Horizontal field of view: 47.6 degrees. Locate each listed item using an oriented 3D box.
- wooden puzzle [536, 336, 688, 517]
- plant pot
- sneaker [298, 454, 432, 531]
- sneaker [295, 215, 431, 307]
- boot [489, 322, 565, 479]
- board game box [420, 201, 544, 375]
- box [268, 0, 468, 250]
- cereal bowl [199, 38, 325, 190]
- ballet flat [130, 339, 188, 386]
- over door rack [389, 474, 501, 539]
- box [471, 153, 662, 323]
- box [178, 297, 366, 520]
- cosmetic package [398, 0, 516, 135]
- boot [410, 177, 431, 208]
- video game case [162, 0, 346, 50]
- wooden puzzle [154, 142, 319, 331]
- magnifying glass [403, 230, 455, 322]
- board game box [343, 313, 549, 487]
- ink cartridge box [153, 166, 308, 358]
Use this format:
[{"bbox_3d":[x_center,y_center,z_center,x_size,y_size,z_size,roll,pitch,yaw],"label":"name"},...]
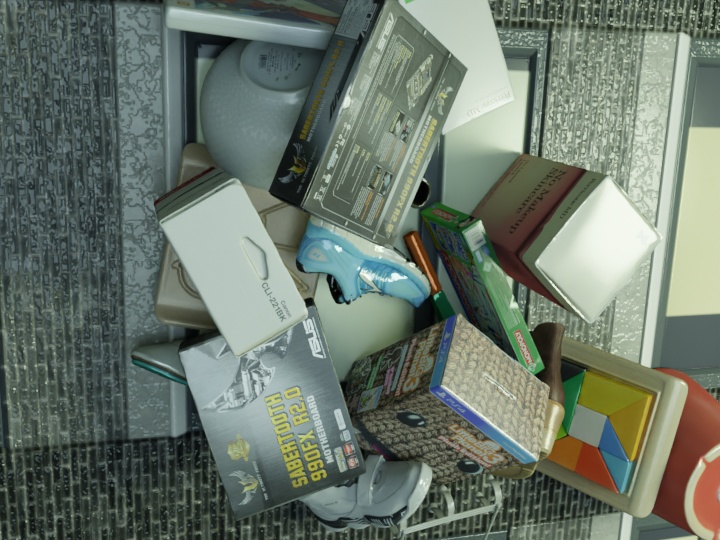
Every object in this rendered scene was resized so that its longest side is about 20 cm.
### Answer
[{"bbox_3d":[0.303,0.199,1.065,0.037,0.197,0.189,-4,110,-59],"label":"wooden puzzle"},{"bbox_3d":[0.443,0.257,1.108,0.196,0.177,0.205,-4,105,-15],"label":"plant pot"},{"bbox_3d":[-0.013,0.251,0.978,0.115,0.198,0.076,42,45,-22],"label":"sneaker"},{"bbox_3d":[0.000,0.000,0.959,0.198,0.078,0.091,29,98,-36],"label":"sneaker"},{"bbox_3d":[0.210,0.173,1.061,0.071,0.200,0.169,18,62,-9],"label":"boot"},{"bbox_3d":[0.145,0.021,0.985,0.029,0.134,0.203,-30,109,-9],"label":"board game box"},{"bbox_3d":[0.013,-0.137,0.777,0.157,0.048,0.204,20,94,-54],"label":"box"},{"bbox_3d":[-0.072,-0.184,0.836,0.196,0.203,0.084,-18,149,-11],"label":"cereal bowl"},{"bbox_3d":[-0.173,0.119,0.960,0.198,0.069,0.070,31,93,-24],"label":"ballet flat"},{"bbox_3d":[0.103,0.354,1.084,0.144,0.067,0.203,-10,128,-14],"label":"over door rack"},{"bbox_3d":[0.228,-0.045,0.958,0.109,0.200,0.128,41,90,-21],"label":"box"},{"bbox_3d":[-0.095,0.151,0.902,0.155,0.048,0.204,-17,101,-6],"label":"box"},{"bbox_3d":[0.090,-0.270,0.926,0.106,0.085,0.203,-26,108,-11],"label":"cosmetic package"},{"bbox_3d":[-0.017,-0.136,0.901,0.197,0.131,0.069,23,97,-20],"label":"boot"},{"bbox_3d":[-0.099,-0.265,0.821,0.195,0.183,0.023,4,120,-17],"label":"video game case"},{"bbox_3d":[-0.132,-0.029,0.943,0.181,0.046,0.205,10,96,-19],"label":"wooden puzzle"},{"bbox_3d":[0.103,0.046,1.018,0.022,0.080,0.203,-27,99,-5],"label":"magnifying glass"},{"bbox_3d":[0.093,0.163,0.965,0.158,0.199,0.098,37,50,-20],"label":"board game box"},{"bbox_3d":[-0.135,-0.016,0.814,0.083,0.200,0.146,-30,106,-10],"label":"ink cartridge box"}]
